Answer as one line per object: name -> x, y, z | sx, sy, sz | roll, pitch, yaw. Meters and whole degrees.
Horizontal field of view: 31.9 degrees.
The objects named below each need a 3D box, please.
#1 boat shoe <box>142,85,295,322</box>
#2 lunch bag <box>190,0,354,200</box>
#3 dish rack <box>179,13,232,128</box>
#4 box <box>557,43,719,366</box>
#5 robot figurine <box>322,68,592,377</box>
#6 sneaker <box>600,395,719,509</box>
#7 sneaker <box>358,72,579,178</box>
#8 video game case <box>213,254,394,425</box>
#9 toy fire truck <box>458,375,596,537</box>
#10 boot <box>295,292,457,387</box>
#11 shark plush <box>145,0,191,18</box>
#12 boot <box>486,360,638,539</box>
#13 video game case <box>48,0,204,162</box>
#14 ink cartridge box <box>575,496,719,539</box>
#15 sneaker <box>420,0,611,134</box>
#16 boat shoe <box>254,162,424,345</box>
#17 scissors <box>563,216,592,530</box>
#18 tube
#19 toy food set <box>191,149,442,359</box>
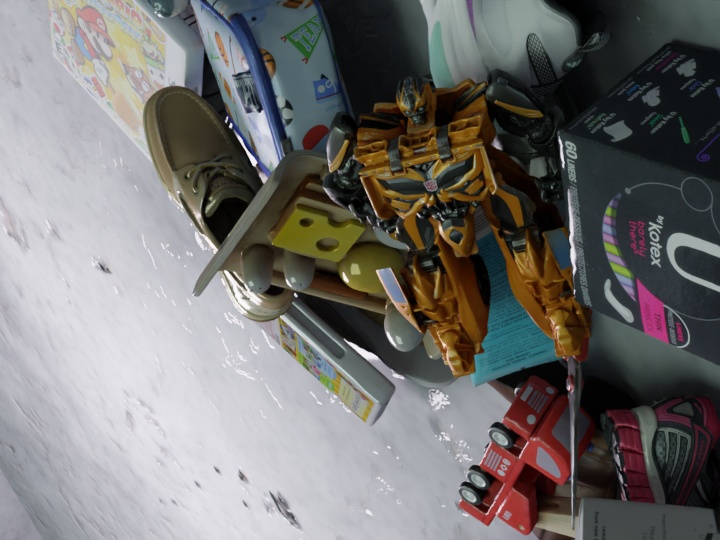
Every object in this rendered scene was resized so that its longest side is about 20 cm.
boat shoe -> -0.103, -0.060, 0.963 | 0.202, 0.071, 0.065 | 59, 164, 6
lunch bag -> -0.060, -0.130, 0.912 | 0.200, 0.075, 0.162 | -124, 17, -58
dish rack -> -0.185, -0.207, 1.106 | 0.201, 0.054, 0.154 | 51, 151, 10
box -> 0.212, -0.022, 0.646 | 0.199, 0.106, 0.123 | 25, 142, 41
robot figurine -> 0.062, -0.025, 0.722 | 0.143, 0.059, 0.201 | -13, 134, 19
sneaker -> 0.224, 0.166, 0.880 | 0.201, 0.074, 0.081 | 67, -171, -45
sneaker -> 0.065, -0.108, 0.823 | 0.199, 0.066, 0.091 | 9, 127, 48
video game case -> -0.048, 0.058, 1.089 | 0.182, 0.023, 0.200 | 42, 170, 6
toy fire truck -> 0.145, 0.175, 0.926 | 0.140, 0.049, 0.201 | 33, 144, 12
boot -> 0.012, 0.037, 1.074 | 0.200, 0.073, 0.096 | 42, 166, 21
shark plush -> -0.184, -0.287, 0.978 | 0.201, 0.083, 0.091 | 54, 152, 0
boot -> 0.131, 0.132, 0.996 | 0.186, 0.064, 0.201 | 38, 151, 28
video game case -> -0.204, -0.189, 1.073 | 0.200, 0.023, 0.183 | 46, 151, 20
ink cartridge box -> 0.235, 0.227, 0.812 | 0.197, 0.085, 0.147 | 4, 137, 7
sneaker -> 0.080, -0.194, 0.707 | 0.140, 0.077, 0.202 | -37, 74, 41
boat shoe -> 0.002, -0.028, 1.006 | 0.200, 0.065, 0.072 | 45, 146, 9
scissors -> 0.140, 0.061, 0.823 | 0.073, 0.014, 0.203 | -152, 64, -78
tube -> 0.082, 0.001, 0.822 | 0.076, 0.051, 0.201 | -16, 130, 13
toy food set -> 0.000, 0.000, 0.870 | 0.144, 0.198, 0.061 | -49, 35, 46
